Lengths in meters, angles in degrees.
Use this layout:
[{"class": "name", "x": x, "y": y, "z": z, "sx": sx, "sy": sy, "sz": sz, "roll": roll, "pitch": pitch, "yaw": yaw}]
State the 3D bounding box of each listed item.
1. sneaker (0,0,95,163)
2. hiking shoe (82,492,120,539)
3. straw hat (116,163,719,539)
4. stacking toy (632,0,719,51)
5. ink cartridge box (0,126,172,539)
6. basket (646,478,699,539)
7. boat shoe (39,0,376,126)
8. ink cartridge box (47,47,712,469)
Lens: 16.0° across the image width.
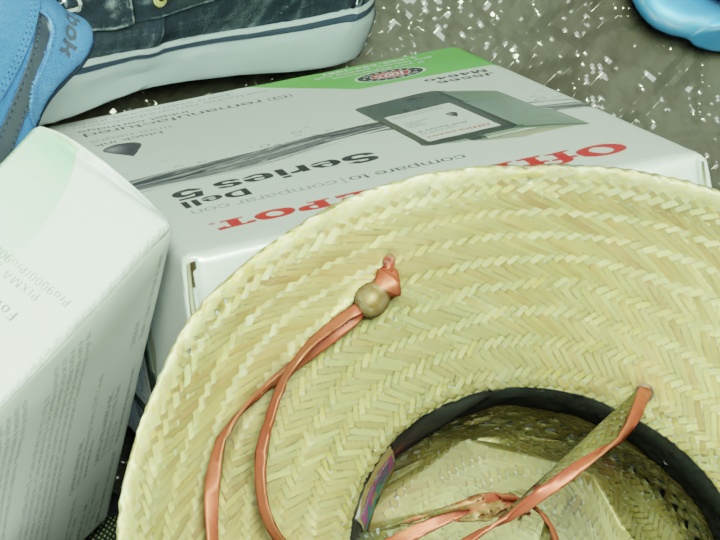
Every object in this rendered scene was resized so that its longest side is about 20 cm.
[{"class": "sneaker", "x": -0.134, "y": 0.007, "z": 0.746, "sx": 0.078, "sy": 0.201, "sz": 0.066, "roll": 12, "pitch": 22, "yaw": -30}, {"class": "hiking shoe", "x": -0.101, "y": 0.147, "z": 0.733, "sx": 0.100, "sy": 0.076, "sz": 0.200, "roll": 16, "pitch": 66, "yaw": 0}, {"class": "straw hat", "x": 0.042, "y": 0.073, "z": 0.610, "sx": 0.200, "sy": 0.085, "sz": 0.202, "roll": 1, "pitch": 75, "yaw": -5}, {"class": "stacking toy", "x": 0.158, "y": -0.162, "z": 0.834, "sx": 0.116, "sy": 0.200, "sz": 0.110, "roll": -7, "pitch": 70, "yaw": -14}, {"class": "ink cartridge box", "x": -0.129, "y": 0.080, "z": 0.632, "sx": 0.050, "sy": 0.161, "sz": 0.200, "roll": 36, "pitch": 57, "yaw": 11}, {"class": "basket", "x": 0.101, "y": 0.098, "z": 0.753, "sx": 0.200, "sy": 0.180, "sz": 0.136, "roll": -43, "pitch": 110, "yaw": -30}, {"class": "boat shoe", "x": -0.080, "y": -0.106, "z": 0.803, "sx": 0.200, "sy": 0.091, "sz": 0.071, "roll": -14, "pitch": 34, "yaw": -33}, {"class": "ink cartridge box", "x": 0.000, "y": 0.000, "z": 0.738, "sx": 0.145, "sy": 0.200, "sz": 0.084, "roll": -12, "pitch": 106, "yaw": -15}]
